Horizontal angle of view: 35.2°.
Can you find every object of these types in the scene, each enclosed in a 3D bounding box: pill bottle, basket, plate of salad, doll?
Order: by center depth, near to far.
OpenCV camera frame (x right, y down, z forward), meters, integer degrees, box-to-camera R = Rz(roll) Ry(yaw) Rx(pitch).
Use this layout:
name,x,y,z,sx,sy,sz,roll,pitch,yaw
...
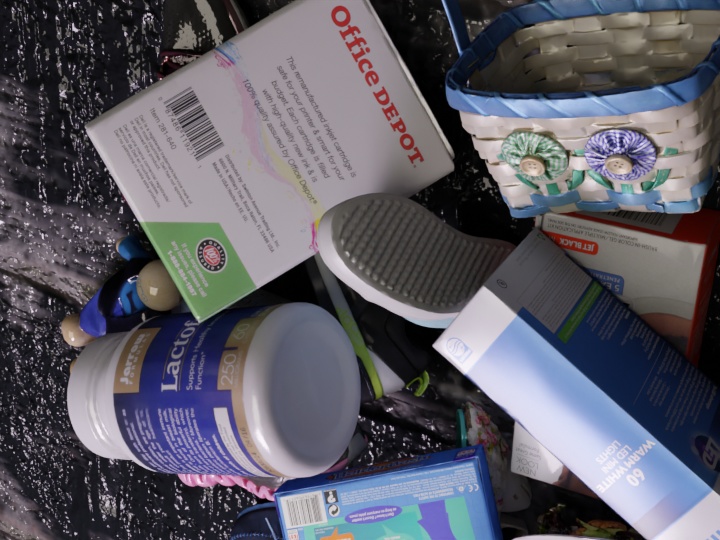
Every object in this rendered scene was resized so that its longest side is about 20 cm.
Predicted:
name,x,y,z,sx,sy,sz,roll,pitch,yaw
basket,0.135,-0.133,0.646,0.175,0.139,0.202,-1,121,32
plate of salad,0.200,0.196,0.765,0.198,0.049,0.200,13,160,4
pill bottle,-0.108,0.087,0.806,0.198,0.116,0.117,-7,108,36
doll,-0.191,0.042,0.943,0.200,0.048,0.138,-35,66,51

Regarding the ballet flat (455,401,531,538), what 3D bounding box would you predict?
name,x,y,z,sx,sy,sz,roll,pitch,yaw
ballet flat,0.098,0.185,0.871,0.063,0.076,0.202,0,120,-3

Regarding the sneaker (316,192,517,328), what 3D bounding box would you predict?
name,x,y,z,sx,sy,sz,roll,pitch,yaw
sneaker,0.031,0.006,0.750,0.081,0.199,0.075,-18,64,39

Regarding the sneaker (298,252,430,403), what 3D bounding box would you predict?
name,x,y,z,sx,sy,sz,roll,pitch,yaw
sneaker,0.000,0.000,0.847,0.082,0.072,0.202,-17,90,-8

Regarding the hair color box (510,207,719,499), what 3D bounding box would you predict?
name,x,y,z,sx,sy,sz,roll,pitch,yaw
hair color box,0.168,0.053,0.760,0.110,0.064,0.202,13,119,24

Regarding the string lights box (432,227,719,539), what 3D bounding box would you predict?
name,x,y,z,sx,sy,sz,roll,pitch,yaw
string lights box,0.149,0.074,0.678,0.200,0.103,0.059,42,123,6

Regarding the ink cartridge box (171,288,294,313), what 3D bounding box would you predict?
name,x,y,z,sx,sy,sz,roll,pitch,yaw
ink cartridge box,-0.091,0.113,0.952,0.159,0.047,0.202,20,118,22

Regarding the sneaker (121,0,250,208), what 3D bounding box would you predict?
name,x,y,z,sx,sy,sz,roll,pitch,yaw
sneaker,-0.129,-0.110,0.829,0.075,0.115,0.202,6,115,34

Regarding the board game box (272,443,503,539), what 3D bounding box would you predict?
name,x,y,z,sx,sy,sz,roll,pitch,yaw
board game box,0.033,0.237,0.799,0.150,0.045,0.203,-11,91,11

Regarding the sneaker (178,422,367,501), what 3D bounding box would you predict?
name,x,y,z,sx,sy,sz,roll,pitch,yaw
sneaker,-0.084,0.119,0.888,0.198,0.079,0.096,-5,109,38

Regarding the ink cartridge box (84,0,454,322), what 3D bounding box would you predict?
name,x,y,z,sx,sy,sz,roll,pitch,yaw
ink cartridge box,-0.058,-0.081,0.760,0.199,0.084,0.146,-31,96,-3

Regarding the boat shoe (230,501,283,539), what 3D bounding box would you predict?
name,x,y,z,sx,sy,sz,roll,pitch,yaw
boat shoe,-0.033,0.238,0.946,0.198,0.069,0.084,-6,140,35
